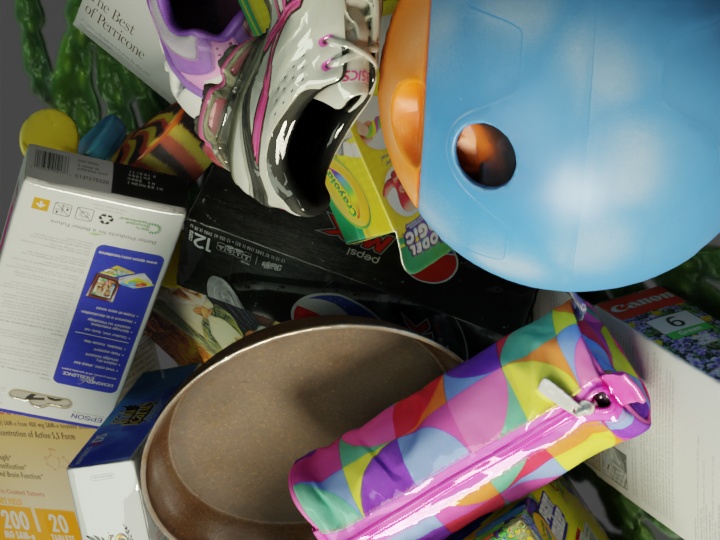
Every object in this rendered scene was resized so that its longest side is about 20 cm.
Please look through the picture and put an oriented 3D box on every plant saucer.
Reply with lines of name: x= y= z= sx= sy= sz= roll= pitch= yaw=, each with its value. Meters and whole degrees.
plant saucer: x=-0.026 y=0.093 z=1.265 sx=0.035 sy=0.199 sz=0.201 roll=-106 pitch=33 yaw=-45

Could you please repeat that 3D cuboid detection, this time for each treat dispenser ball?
treat dispenser ball: x=0.109 y=-0.090 z=1.134 sx=0.200 sy=0.201 sz=0.202 roll=15 pitch=119 yaw=28

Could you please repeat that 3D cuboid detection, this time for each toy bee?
toy bee: x=-0.155 y=-0.030 z=1.369 sx=0.130 sy=0.109 sz=0.200 roll=32 pitch=150 yaw=1

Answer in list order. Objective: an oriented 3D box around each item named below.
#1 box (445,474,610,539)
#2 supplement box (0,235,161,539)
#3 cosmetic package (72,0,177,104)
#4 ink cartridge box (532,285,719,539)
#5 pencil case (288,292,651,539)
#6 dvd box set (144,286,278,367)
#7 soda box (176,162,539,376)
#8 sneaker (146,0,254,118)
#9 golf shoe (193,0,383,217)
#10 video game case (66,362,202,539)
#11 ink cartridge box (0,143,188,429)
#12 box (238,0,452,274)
box: x=0.054 y=0.217 z=1.274 sx=0.192 sy=0.200 sz=0.122 roll=-35 pitch=91 yaw=10
supplement box: x=-0.198 y=0.081 z=1.504 sx=0.125 sy=0.073 sz=0.202 roll=0 pitch=111 yaw=33
cosmetic package: x=-0.073 y=-0.123 z=1.337 sx=0.200 sy=0.051 sz=0.083 roll=38 pitch=127 yaw=13
ink cartridge box: x=0.167 y=0.073 z=1.254 sx=0.200 sy=0.050 sz=0.110 roll=36 pitch=135 yaw=55
pencil case: x=0.059 y=0.091 z=1.205 sx=0.199 sy=0.088 sz=0.089 roll=-32 pitch=92 yaw=16
dvd box set: x=-0.037 y=0.046 z=1.407 sx=0.200 sy=0.029 sz=0.147 roll=42 pitch=128 yaw=11
soda box: x=0.000 y=0.000 z=1.286 sx=0.199 sy=0.071 sz=0.064 roll=20 pitch=142 yaw=5
sneaker: x=-0.098 y=-0.185 z=1.265 sx=0.080 sy=0.089 sz=0.201 roll=-22 pitch=73 yaw=-1
golf shoe: x=-0.013 y=-0.123 z=1.128 sx=0.092 sy=0.072 sz=0.201 roll=40 pitch=121 yaw=40
video game case: x=-0.116 y=0.171 z=1.362 sx=0.045 sy=0.200 sz=0.183 roll=-10 pitch=101 yaw=10
ink cartridge box: x=-0.170 y=0.014 z=1.334 sx=0.094 sy=0.037 sz=0.201 roll=12 pitch=133 yaw=-13
box: x=0.013 y=-0.106 z=1.243 sx=0.048 sy=0.117 sz=0.201 roll=-15 pitch=103 yaw=50
